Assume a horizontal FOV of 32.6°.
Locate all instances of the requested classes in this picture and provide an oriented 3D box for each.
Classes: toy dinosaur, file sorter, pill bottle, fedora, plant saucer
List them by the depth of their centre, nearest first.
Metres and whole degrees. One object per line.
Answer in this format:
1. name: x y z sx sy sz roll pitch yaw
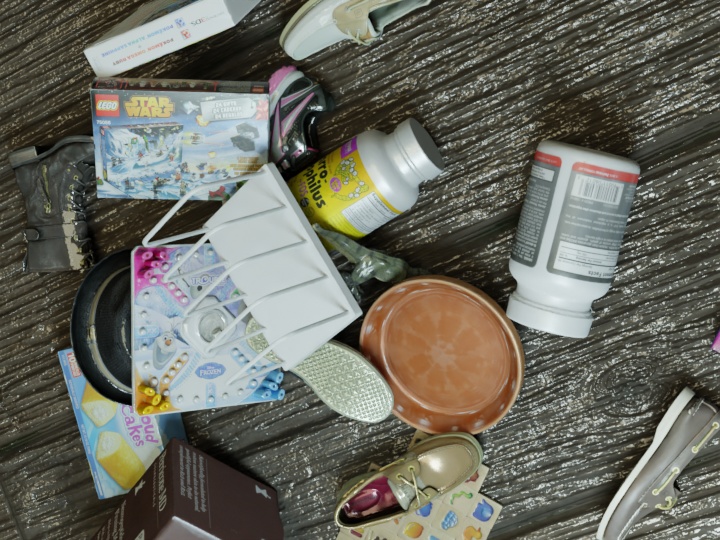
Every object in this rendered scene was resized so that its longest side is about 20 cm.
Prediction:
1. pill bottle: 0.229 -0.035 1.359 0.116 0.116 0.200 16 100 17
2. file sorter: -0.126 0.010 1.361 0.139 0.124 0.200 -40 77 40
3. plant saucer: 0.096 0.099 1.439 0.200 0.032 0.201 9 113 22
4. pill bottle: -0.004 -0.096 1.440 0.200 0.104 0.104 -31 84 18
5. toy dinosaur: 0.000 0.000 1.443 0.088 0.200 0.048 -39 40 35
6. fedora: -0.257 0.066 1.501 0.200 0.092 0.201 3 82 -22

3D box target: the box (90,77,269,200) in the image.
1. box: -0.204 -0.149 1.413 0.200 0.040 0.137 2 121 -4

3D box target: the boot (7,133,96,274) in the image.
1. boot: -0.366 -0.083 1.593 0.200 0.069 0.174 -9 94 27

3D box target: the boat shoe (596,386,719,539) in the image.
1. boat shoe: 0.333 0.228 1.371 0.059 0.072 0.200 32 99 17

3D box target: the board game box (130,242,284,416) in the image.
1. board game box: -0.177 0.068 1.476 0.026 0.200 0.200 8 99 55

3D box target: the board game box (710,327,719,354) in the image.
1. board game box: 0.507 0.039 1.307 0.200 0.043 0.199 26 101 15

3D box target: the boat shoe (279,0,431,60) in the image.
1. boat shoe: -0.004 -0.300 1.437 0.200 0.075 0.068 -33 78 18

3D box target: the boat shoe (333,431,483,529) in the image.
1. boat shoe: 0.055 0.257 1.458 0.200 0.066 0.074 -32 96 22

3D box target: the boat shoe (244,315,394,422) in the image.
1. boat shoe: -0.045 0.110 1.462 0.200 0.062 0.075 30 96 10

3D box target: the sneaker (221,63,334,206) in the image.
1. sneaker: -0.098 -0.143 1.483 0.086 0.080 0.200 28 104 13

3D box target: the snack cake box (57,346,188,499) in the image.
1. snack cake box: -0.300 0.181 1.587 0.115 0.067 0.200 -16 89 20

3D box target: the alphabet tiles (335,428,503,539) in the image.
1. alphabet tiles: 0.072 0.301 1.501 0.167 0.008 0.200 28 103 15

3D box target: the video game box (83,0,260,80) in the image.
1. video game box: -0.205 -0.299 1.444 0.182 0.200 0.047 -20 111 21

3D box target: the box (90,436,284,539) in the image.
1. box: -0.215 0.350 1.491 0.164 0.166 0.200 32 107 -22
